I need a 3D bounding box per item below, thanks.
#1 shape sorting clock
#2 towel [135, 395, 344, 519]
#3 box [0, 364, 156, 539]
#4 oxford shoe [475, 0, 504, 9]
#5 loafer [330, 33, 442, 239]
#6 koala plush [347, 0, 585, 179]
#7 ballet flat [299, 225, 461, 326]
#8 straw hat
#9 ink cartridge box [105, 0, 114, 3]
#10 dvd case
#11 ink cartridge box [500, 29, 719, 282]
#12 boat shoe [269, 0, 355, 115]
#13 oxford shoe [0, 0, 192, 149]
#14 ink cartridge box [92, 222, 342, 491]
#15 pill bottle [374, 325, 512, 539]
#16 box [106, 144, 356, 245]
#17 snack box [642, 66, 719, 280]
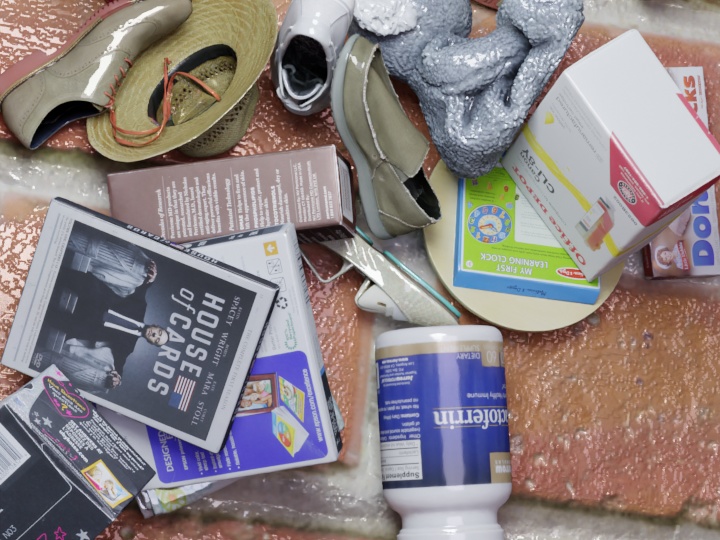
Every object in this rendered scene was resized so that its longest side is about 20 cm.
[{"bbox_3d":[0.151,-0.040,1.684,0.199,0.039,0.201,5,69,-13],"label":"shape sorting clock"},{"bbox_3d":[-0.135,0.102,1.604,0.199,0.048,0.172,-24,91,-14],"label":"towel"},{"bbox_3d":[-0.289,0.195,1.483,0.200,0.115,0.132,-43,92,17],"label":"box"},{"bbox_3d":[0.078,-0.313,1.702,0.199,0.071,0.074,27,57,-11],"label":"oxford shoe"},{"bbox_3d":[0.028,-0.115,1.572,0.069,0.201,0.075,1,41,22],"label":"loafer"},{"bbox_3d":[0.068,-0.201,1.616,0.199,0.177,0.184,31,93,-1],"label":"koala plush"},{"bbox_3d":[0.000,0.000,1.641,0.200,0.067,0.062,41,86,6],"label":"ballet flat"},{"bbox_3d":[-0.139,-0.150,1.612,0.201,0.201,0.085,-51,133,-13],"label":"straw hat"},{"bbox_3d":[-0.218,-0.318,1.563,0.086,0.200,0.148,-41,92,-14],"label":"ink cartridge box"},{"bbox_3d":[-0.181,0.045,1.495,0.199,0.025,0.151,22,105,6],"label":"dvd case"},{"bbox_3d":[0.217,-0.094,1.591,0.083,0.200,0.145,-32,81,-20],"label":"ink cartridge box"},{"bbox_3d":[-0.046,-0.176,1.577,0.072,0.200,0.069,24,66,-5],"label":"boat shoe"},{"bbox_3d":[-0.223,-0.175,1.596,0.199,0.070,0.075,-33,71,2],"label":"oxford shoe"},{"bbox_3d":[-0.131,0.076,1.526,0.199,0.043,0.199,-10,99,10],"label":"ink cartridge box"},{"bbox_3d":[0.074,0.152,1.604,0.115,0.116,0.201,-2,84,-12],"label":"pill bottle"},{"bbox_3d":[-0.109,-0.056,1.573,0.199,0.100,0.075,-5,84,7],"label":"box"},{"bbox_3d":[0.297,-0.093,1.730,0.071,0.024,0.201,-2,83,-13],"label":"snack box"}]
